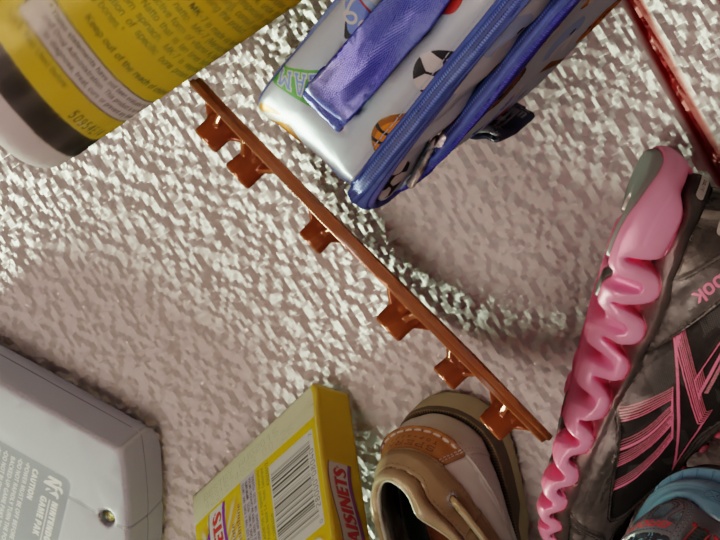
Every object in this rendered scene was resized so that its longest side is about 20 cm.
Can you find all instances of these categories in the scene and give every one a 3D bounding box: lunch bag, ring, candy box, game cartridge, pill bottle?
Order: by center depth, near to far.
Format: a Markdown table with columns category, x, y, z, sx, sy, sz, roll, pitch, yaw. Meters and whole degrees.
| category | x | y | z | sx | sy | sz | roll | pitch | yaw |
| --- | --- | --- | --- | --- | --- | --- | --- | --- | --- |
| lunch bag | 0.053 | -0.111 | 1.081 | 0.076 | 0.160 | 0.200 | 43 | 127 | 6 |
| pill bottle | -0.073 | -0.138 | 1.143 | 0.199 | 0.114 | 0.115 | -33 | 95 | 10 |
| ring | 0.000 | 0.000 | 1.175 | 0.019 | 0.200 | 0.200 | -44 | 87 | 1 |
| candy box | -0.029 | 0.158 | 1.280 | 0.026 | 0.201 | 0.102 | 16 | 138 | -30 |
| game cartridge | -0.162 | 0.134 | 1.429 | 0.133 | 0.041 | 0.201 | 30 | 126 | 20 |

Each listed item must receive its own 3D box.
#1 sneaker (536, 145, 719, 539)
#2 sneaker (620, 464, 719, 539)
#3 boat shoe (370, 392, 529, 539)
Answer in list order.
| category | x | y | z | sx | sy | sz | roll | pitch | yaw |
| --- | --- | --- | --- | --- | --- | --- | --- | --- | --- |
| sneaker | 0.129 | 0.048 | 1.190 | 0.095 | 0.079 | 0.201 | 15 | 127 | 1 |
| sneaker | 0.101 | 0.171 | 1.184 | 0.079 | 0.095 | 0.201 | 27 | 125 | 19 |
| boat shoe | 0.049 | 0.157 | 1.289 | 0.074 | 0.068 | 0.201 | -10 | 108 | 35 |
